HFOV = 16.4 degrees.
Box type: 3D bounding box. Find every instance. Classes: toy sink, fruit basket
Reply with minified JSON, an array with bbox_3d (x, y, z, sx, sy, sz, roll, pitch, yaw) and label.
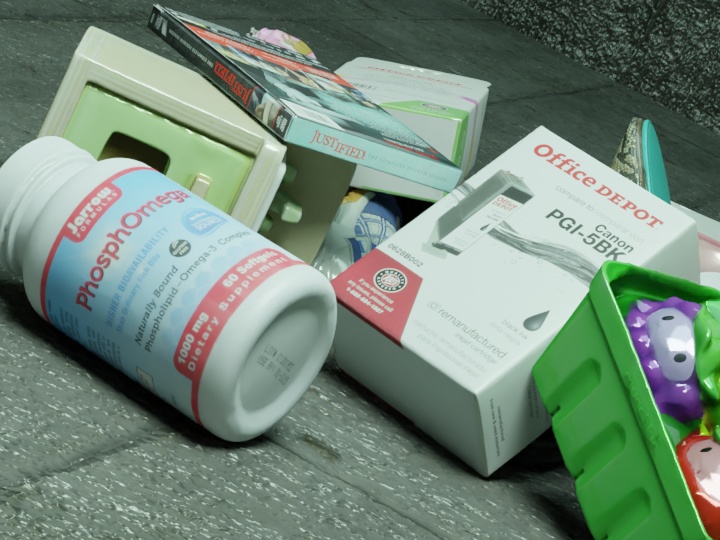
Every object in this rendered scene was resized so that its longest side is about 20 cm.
[{"bbox_3d":[-0.113,-0.050,1.600,0.200,0.130,0.112,25,13,-8],"label":"toy sink"},{"bbox_3d":[0.226,0.081,1.459,0.155,0.216,0.216,13,18,-44],"label":"fruit basket"}]

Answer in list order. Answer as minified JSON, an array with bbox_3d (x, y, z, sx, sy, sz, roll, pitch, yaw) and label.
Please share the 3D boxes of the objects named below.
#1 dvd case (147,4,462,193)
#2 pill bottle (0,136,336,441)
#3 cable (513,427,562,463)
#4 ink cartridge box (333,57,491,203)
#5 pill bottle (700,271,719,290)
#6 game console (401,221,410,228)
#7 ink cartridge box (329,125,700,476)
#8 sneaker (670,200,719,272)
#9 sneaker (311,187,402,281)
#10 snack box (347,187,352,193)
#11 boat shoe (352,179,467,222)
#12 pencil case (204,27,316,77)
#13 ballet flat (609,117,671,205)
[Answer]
[{"bbox_3d":[-0.040,-0.115,1.661,0.146,0.022,0.200,16,15,-39],"label":"dvd case"},{"bbox_3d":[-0.119,0.004,1.418,0.200,0.109,0.109,31,14,25],"label":"pill bottle"},{"bbox_3d":[0.160,0.103,1.676,0.200,0.050,0.097,17,22,-38],"label":"cable"},{"bbox_3d":[0.029,-0.108,1.868,0.117,0.067,0.200,12,14,8],"label":"ink cartridge box"},{"bbox_3d":[0.246,0.099,1.615,0.114,0.114,0.200,18,32,-31],"label":"pill bottle"},{"bbox_3d":[0.129,0.045,1.844,0.176,0.116,0.200,51,9,-38],"label":"game console"},{"bbox_3d":[0.099,0.015,1.595,0.200,0.083,0.147,-37,51,-24],"label":"ink cartridge box"},{"bbox_3d":[0.207,-0.005,1.890,0.200,0.105,0.075,26,-6,26],"label":"sneaker"},{"bbox_3d":[0.000,0.000,1.771,0.088,0.075,0.200,35,24,6],"label":"sneaker"},{"bbox_3d":[-0.116,-0.089,1.910,0.142,0.053,0.200,36,17,29],"label":"snack box"},{"bbox_3d":[0.028,-0.073,1.975,0.200,0.071,0.065,20,41,37],"label":"boat shoe"},{"bbox_3d":[-0.080,-0.117,1.805,0.086,0.083,0.200,33,18,-2],"label":"pencil case"},{"bbox_3d":[0.206,-0.012,1.821,0.068,0.075,0.200,26,44,-66],"label":"ballet flat"}]
